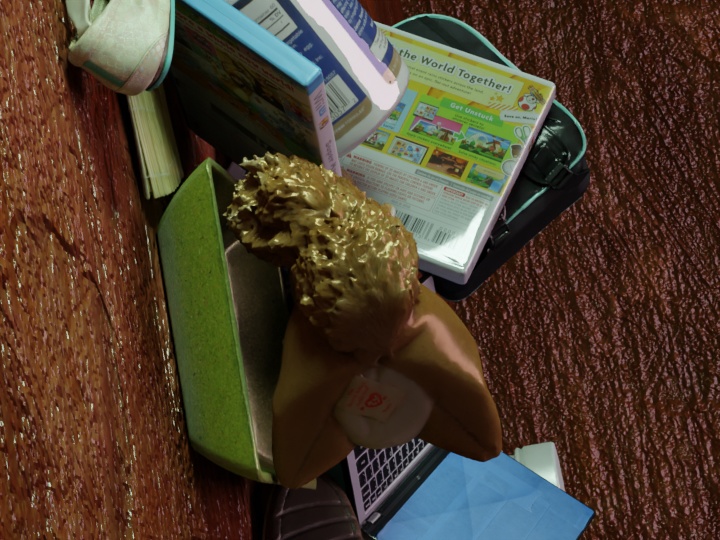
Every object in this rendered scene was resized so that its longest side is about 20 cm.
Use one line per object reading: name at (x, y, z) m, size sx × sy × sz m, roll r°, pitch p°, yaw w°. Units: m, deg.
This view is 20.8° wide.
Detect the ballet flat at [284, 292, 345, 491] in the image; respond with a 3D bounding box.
ballet flat at (-0.036, 0.093, 1.444) m, size 0.073 × 0.073 × 0.201 m, roll -92°, pitch -178°, yaw -52°

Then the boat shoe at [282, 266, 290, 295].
boat shoe at (-0.065, -0.079, 1.553) m, size 0.091 × 0.070 × 0.201 m, roll 76°, pitch 12°, yaw -50°

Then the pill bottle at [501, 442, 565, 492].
pill bottle at (0.073, 0.208, 1.643) m, size 0.113 × 0.199 × 0.114 m, roll -11°, pitch 90°, yaw -83°

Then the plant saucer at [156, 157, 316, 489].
plant saucer at (-0.083, 0.045, 1.270) m, size 0.200 × 0.048 × 0.201 m, roll 40°, pitch 40°, yaw -78°

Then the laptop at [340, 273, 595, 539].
laptop at (0.077, 0.125, 1.426) m, size 0.187 × 0.115 × 0.201 m, roll -40°, pitch 124°, yaw -58°

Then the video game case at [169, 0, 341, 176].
video game case at (-0.072, -0.110, 1.267) m, size 0.143 × 0.018 × 0.200 m, roll 37°, pitch -17°, yaw 20°

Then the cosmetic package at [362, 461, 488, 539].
cosmetic package at (0.046, 0.286, 1.503) m, size 0.200 × 0.122 × 0.201 m, roll -93°, pitch -178°, yaw -50°

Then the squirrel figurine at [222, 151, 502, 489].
squirrel figurine at (-0.006, 0.008, 1.223) m, size 0.187 × 0.141 × 0.201 m, roll -102°, pitch 179°, yaw -52°

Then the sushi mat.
sushi mat at (-0.143, -0.146, 1.225) m, size 0.096 × 0.012 × 0.201 m, roll -67°, pitch 146°, yaw -80°

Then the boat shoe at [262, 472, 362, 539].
boat shoe at (-0.035, 0.236, 1.344) m, size 0.076 × 0.071 × 0.201 m, roll 114°, pitch -25°, yaw -54°

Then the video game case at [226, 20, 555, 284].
video game case at (0.023, -0.099, 1.473) m, size 0.023 × 0.199 × 0.183 m, roll 85°, pitch 29°, yaw -60°

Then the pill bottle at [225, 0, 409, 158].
pill bottle at (-0.066, -0.174, 1.319) m, size 0.200 × 0.111 × 0.111 m, roll 50°, pitch 19°, yaw -24°

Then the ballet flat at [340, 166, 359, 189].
ballet flat at (0.000, 0.000, 1.370) m, size 0.201 × 0.070 × 0.071 m, roll 63°, pitch -1°, yaw 28°

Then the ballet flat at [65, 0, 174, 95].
ballet flat at (-0.136, -0.189, 1.127) m, size 0.067 × 0.062 × 0.201 m, roll -46°, pitch -145°, yaw 41°

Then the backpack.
backpack at (0.067, -0.095, 1.568) m, size 0.200 × 0.176 × 0.153 m, roll 46°, pitch -6°, yaw 14°
